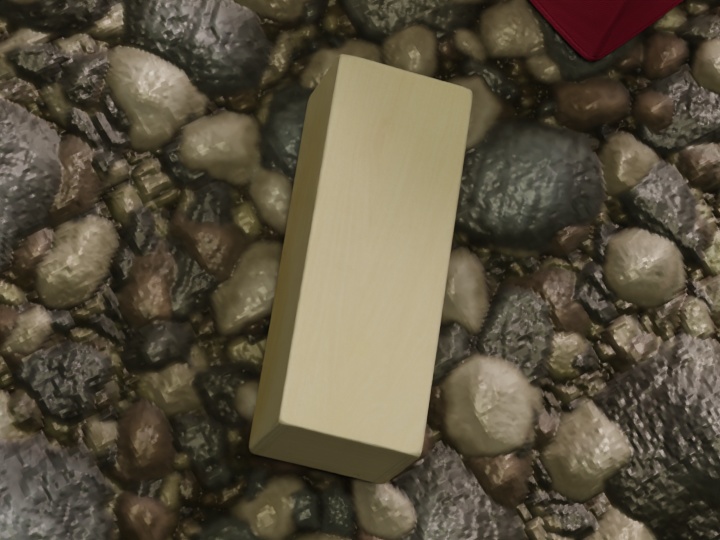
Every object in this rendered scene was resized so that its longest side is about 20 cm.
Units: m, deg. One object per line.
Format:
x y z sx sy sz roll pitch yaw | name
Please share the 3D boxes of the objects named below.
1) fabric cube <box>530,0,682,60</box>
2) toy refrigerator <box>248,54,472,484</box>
0.153 -0.274 1.199 0.196 0.200 0.200 -38 81 -22 | fabric cube
0.000 0.000 1.141 0.075 0.070 0.201 14 69 -13 | toy refrigerator
